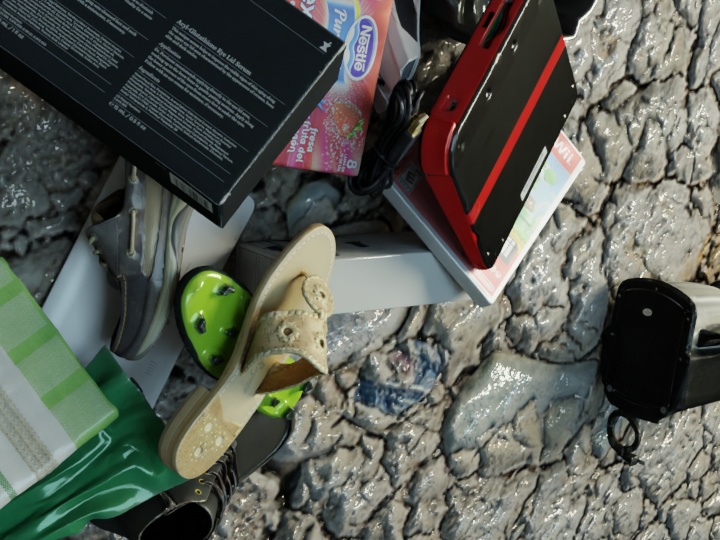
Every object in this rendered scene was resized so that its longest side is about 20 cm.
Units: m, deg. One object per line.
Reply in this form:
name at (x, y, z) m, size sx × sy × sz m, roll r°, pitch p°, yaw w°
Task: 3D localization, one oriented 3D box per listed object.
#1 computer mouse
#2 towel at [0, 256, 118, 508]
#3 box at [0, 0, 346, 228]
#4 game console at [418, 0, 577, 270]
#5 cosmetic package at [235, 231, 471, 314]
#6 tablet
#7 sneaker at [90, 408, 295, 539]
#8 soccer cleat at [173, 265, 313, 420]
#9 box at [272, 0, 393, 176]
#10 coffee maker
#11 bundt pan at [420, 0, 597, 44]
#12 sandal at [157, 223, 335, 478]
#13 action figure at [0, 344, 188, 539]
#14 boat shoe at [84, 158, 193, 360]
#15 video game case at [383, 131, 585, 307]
computer mouse at (0.017, -0.164, 1.034) m, size 0.044 × 0.110 × 0.200 m, roll 10°, pitch 54°, yaw -15°
towel at (-0.287, 0.102, 0.899) m, size 0.200 × 0.031 × 0.149 m, roll -36°, pitch 93°, yaw -27°
box at (-0.132, -0.146, 0.881) m, size 0.200 × 0.079 × 0.141 m, roll 36°, pitch 80°, yaw 2°
game console at (0.116, -0.123, 1.066) m, size 0.200 × 0.031 × 0.177 m, roll -61°, pitch 150°, yaw -21°
cosmetic package at (0.000, 0.000, 1.104) m, size 0.200 × 0.083 × 0.051 m, roll -5°, pitch 107°, yaw -39°
tablet at (-0.170, 0.008, 1.013) m, size 0.130 × 0.014 × 0.200 m, roll 30°, pitch 84°, yaw -41°
sneaker at (-0.115, 0.167, 1.047) m, size 0.200 × 0.106 × 0.075 m, roll -25°, pitch 119°, yaw -31°
soccer cleat at (-0.105, 0.055, 1.014) m, size 0.068 × 0.081 × 0.200 m, roll -54°, pitch 147°, yaw -15°
box at (-0.045, -0.180, 0.993) m, size 0.095 × 0.100 × 0.200 m, roll 5°, pitch 100°, yaw -34°
coffee maker at (0.362, 0.094, 1.418) m, size 0.200 × 0.135 × 0.192 m, roll -2°, pitch 128°, yaw -38°
bundt pan at (0.119, -0.278, 1.114) m, size 0.202 × 0.076 × 0.202 m, roll -13°, pitch 112°, yaw -37°
sandal at (-0.056, 0.069, 0.951) m, size 0.212 × 0.070 × 0.078 m, roll -55°, pitch 146°, yaw -13°
action figure at (-0.234, 0.160, 0.967) m, size 0.200 × 0.055 × 0.118 m, roll -36°, pitch 89°, yaw -6°
boat shoe at (-0.163, -0.032, 0.961) m, size 0.073 × 0.075 × 0.200 m, roll 13°, pitch 105°, yaw -12°
video game case at (0.111, -0.085, 1.144) m, size 0.143 × 0.017 × 0.200 m, roll 49°, pitch 54°, yaw -16°
